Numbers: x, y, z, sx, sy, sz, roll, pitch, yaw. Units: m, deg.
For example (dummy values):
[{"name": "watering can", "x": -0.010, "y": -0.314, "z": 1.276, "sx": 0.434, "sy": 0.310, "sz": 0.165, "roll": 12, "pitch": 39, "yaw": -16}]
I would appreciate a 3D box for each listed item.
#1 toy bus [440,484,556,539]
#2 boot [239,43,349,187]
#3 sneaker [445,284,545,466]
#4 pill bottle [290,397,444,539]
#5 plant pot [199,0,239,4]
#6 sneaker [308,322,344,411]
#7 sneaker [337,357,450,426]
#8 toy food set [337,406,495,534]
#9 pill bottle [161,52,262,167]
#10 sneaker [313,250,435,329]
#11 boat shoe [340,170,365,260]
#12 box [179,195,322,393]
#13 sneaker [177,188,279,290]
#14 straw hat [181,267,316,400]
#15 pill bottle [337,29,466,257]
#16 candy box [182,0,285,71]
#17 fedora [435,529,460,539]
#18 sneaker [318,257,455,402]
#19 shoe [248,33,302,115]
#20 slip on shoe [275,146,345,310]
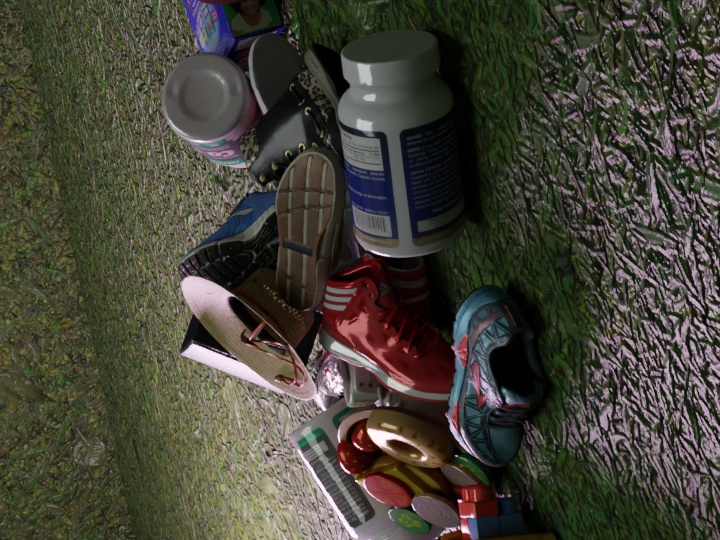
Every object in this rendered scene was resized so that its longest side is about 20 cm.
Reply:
[{"name": "toy bus", "x": 0.136, "y": 0.326, "z": 1.592, "sx": 0.200, "sy": 0.135, "sz": 0.194, "roll": 139, "pitch": 124, "yaw": -72}, {"name": "boot", "x": -0.050, "y": -0.132, "z": 1.646, "sx": 0.154, "sy": 0.073, "sz": 0.204, "roll": -44, "pitch": 52, "yaw": 28}, {"name": "sneaker", "x": 0.136, "y": 0.120, "z": 1.462, "sx": 0.095, "sy": 0.079, "sz": 0.201, "roll": 41, "pitch": 145, "yaw": 52}, {"name": "pill bottle", "x": 0.011, "y": 0.256, "z": 1.819, "sx": 0.201, "sy": 0.113, "sz": 0.113, "roll": 57, "pitch": 159, "yaw": 5}, {"name": "plant pot", "x": -0.167, "y": -0.395, "z": 1.694, "sx": 0.179, "sy": 0.199, "sz": 0.201, "roll": 88, "pitch": 160, "yaw": -79}, {"name": "sneaker", "x": -0.018, "y": 0.130, "z": 1.896, "sx": 0.082, "sy": 0.077, "sz": 0.201, "roll": 55, "pitch": 155, "yaw": 36}, {"name": "sneaker", "x": 0.041, "y": 0.151, "z": 1.698, "sx": 0.201, "sy": 0.115, "sz": 0.074, "roll": 65, "pitch": 158, "yaw": 12}, {"name": "toy food set", "x": 0.063, "y": 0.223, "z": 1.663, "sx": 0.198, "sy": 0.049, "sz": 0.200, "roll": 41, "pitch": 144, "yaw": -17}, {"name": "pill bottle", "x": -0.173, "y": -0.197, "z": 1.891, "sx": 0.200, "sy": 0.112, "sz": 0.114, "roll": 40, "pitch": -153, "yaw": -77}, {"name": "sneaker", "x": 0.000, "y": 0.000, "z": 1.680, "sx": 0.199, "sy": 0.071, "sz": 0.113, "roll": 20, "pitch": 129, "yaw": 33}, {"name": "boat shoe", "x": -0.017, "y": -0.075, "z": 1.748, "sx": 0.075, "sy": 0.064, "sz": 0.203, "roll": -113, "pitch": 20, "yaw": -55}, {"name": "box", "x": -0.121, "y": 0.033, "z": 1.851, "sx": 0.104, "sy": 0.147, "sz": 0.201, "roll": 145, "pitch": 146, "yaw": -71}, {"name": "sneaker", "x": -0.128, "y": -0.039, "z": 1.761, "sx": 0.079, "sy": 0.199, "sz": 0.089, "roll": 54, "pitch": -162, "yaw": -26}, {"name": "straw hat", "x": -0.103, "y": 0.049, "z": 1.701, "sx": 0.201, "sy": 0.085, "sz": 0.201, "roll": 36, "pitch": 158, "yaw": 16}, {"name": "pill bottle", "x": 0.039, "y": -0.125, "z": 1.451, "sx": 0.116, "sy": 0.115, "sz": 0.201, "roll": 41, "pitch": 144, "yaw": 55}, {"name": "candy box", "x": -0.176, "y": -0.365, "z": 1.885, "sx": 0.201, "sy": 0.077, "sz": 0.169, "roll": 69, "pitch": 162, "yaw": 4}, {"name": "fedora", "x": 0.064, "y": 0.390, "z": 1.717, "sx": 0.090, "sy": 0.176, "sz": 0.202, "roll": 8, "pitch": 100, "yaw": 38}, {"name": "sneaker", "x": 0.040, "y": 0.060, "z": 1.584, "sx": 0.199, "sy": 0.078, "sz": 0.116, "roll": 18, "pitch": 132, "yaw": 22}, {"name": "shoe", "x": -0.096, "y": -0.186, "z": 1.832, "sx": 0.201, "sy": 0.071, "sz": 0.091, "roll": 69, "pitch": 158, "yaw": -1}, {"name": "slip on shoe", "x": -0.047, "y": -0.050, "z": 1.605, "sx": 0.076, "sy": 0.061, "sz": 0.201, "roll": 21, "pitch": 127, "yaw": 22}]
